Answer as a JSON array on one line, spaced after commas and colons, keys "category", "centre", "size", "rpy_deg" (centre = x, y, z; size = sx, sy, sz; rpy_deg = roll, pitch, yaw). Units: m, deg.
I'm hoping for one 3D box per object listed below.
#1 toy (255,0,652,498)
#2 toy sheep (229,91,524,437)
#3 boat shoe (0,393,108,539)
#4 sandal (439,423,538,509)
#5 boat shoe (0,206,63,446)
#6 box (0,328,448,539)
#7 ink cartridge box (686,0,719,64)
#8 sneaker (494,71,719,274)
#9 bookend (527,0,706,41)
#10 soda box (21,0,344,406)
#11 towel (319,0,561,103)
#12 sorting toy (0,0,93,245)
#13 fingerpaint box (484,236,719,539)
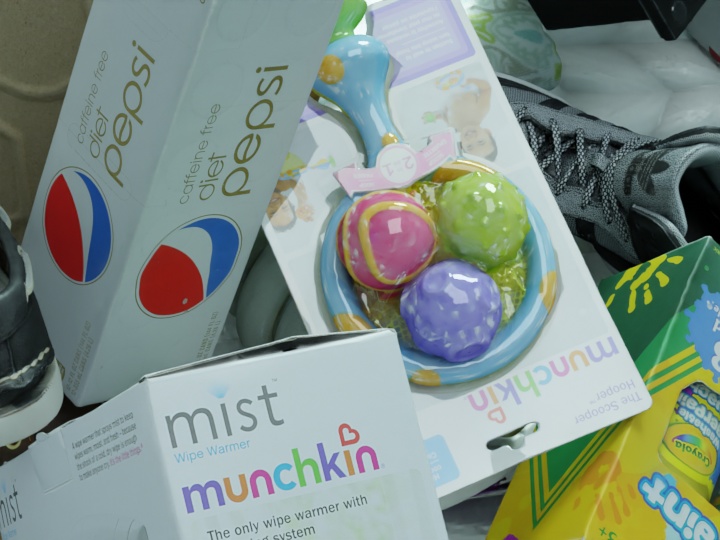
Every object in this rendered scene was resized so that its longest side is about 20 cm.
[{"category": "toy", "centre": [0.024, -0.020, 0.761], "size": [0.115, 0.047, 0.200], "rpy_deg": [-22, 72, -8]}, {"category": "toy sheep", "centre": [0.000, 0.000, 0.843], "size": [0.138, 0.138, 0.200], "rpy_deg": [-27, 67, -31]}, {"category": "boat shoe", "centre": [-0.163, 0.059, 0.784], "size": [0.199, 0.070, 0.071], "rpy_deg": [18, 54, -10]}, {"category": "sandal", "centre": [0.068, 0.072, 0.867], "size": [0.202, 0.082, 0.050], "rpy_deg": [-31, 116, -30]}, {"category": "boat shoe", "centre": [-0.168, -0.009, 0.735], "size": [0.074, 0.061, 0.200], "rpy_deg": [-17, 36, -18]}, {"category": "box", "centre": [-0.048, 0.130, 0.676], "size": [0.096, 0.200, 0.177], "rpy_deg": [-10, 80, -26]}, {"category": "ink cartridge box", "centre": [0.273, -0.182, 1.082], "size": [0.200, 0.083, 0.147], "rpy_deg": [-34, 76, -33]}, {"category": "sneaker", "centre": [0.110, -0.048, 0.907], "size": [0.200, 0.114, 0.076], "rpy_deg": [25, 78, -12]}, {"category": "bookend", "centre": [0.114, -0.208, 0.981], "size": [0.199, 0.200, 0.092], "rpy_deg": [-51, 121, -26]}, {"category": "soda box", "centre": [-0.075, -0.046, 0.755], "size": [0.068, 0.200, 0.064], "rpy_deg": [-11, 44, -43]}, {"category": "towel", "centre": [-0.011, -0.157, 0.987], "size": [0.171, 0.048, 0.200], "rpy_deg": [-18, 67, -27]}, {"category": "sorting toy", "centre": [-0.179, -0.095, 0.813], "size": [0.200, 0.185, 0.037], "rpy_deg": [30, 31, -2]}, {"category": "fingerpaint box", "centre": [0.165, 0.115, 0.825], "size": [0.200, 0.073, 0.167], "rpy_deg": [43, 52, -17]}]
